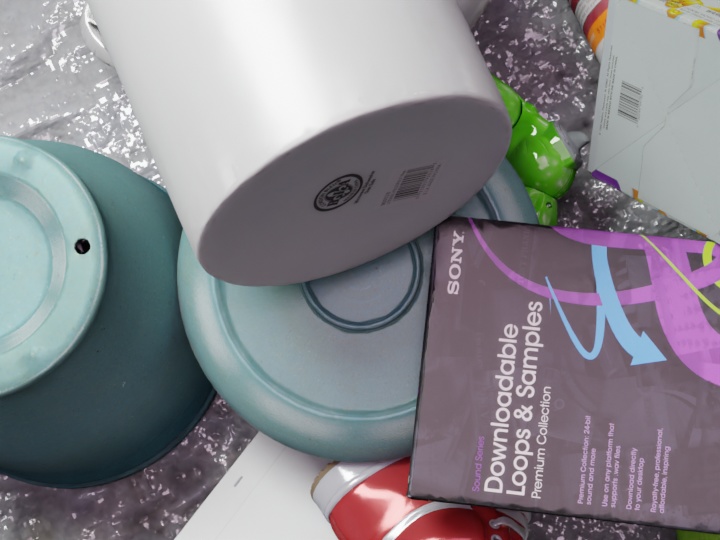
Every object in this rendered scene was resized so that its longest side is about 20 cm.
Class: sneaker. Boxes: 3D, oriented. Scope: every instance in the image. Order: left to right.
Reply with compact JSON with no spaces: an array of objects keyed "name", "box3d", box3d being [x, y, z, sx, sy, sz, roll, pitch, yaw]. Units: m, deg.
[{"name":"sneaker","box3d":[0.084,0.118,0.776,0.199,0.071,0.113,-27,59,-14]}]

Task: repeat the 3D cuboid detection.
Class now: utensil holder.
[{"name":"utensil holder","box3d":[-0.040,-0.117,0.673,0.169,0.170,0.201,-23,69,0]}]

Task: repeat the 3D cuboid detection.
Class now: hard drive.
[{"name":"hard drive","box3d":[0.006,0.171,0.789,0.199,0.026,0.132,31,58,14]}]

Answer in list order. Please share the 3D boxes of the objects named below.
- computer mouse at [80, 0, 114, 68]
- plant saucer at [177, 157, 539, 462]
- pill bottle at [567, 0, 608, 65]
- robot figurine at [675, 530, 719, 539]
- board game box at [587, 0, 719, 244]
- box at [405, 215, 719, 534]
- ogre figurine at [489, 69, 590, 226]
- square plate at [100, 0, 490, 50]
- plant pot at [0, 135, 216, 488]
[{"name":"computer mouse","box3d":[-0.106,-0.207,0.899,0.109,0.044,0.201,32,77,5]},{"name":"plant saucer","box3d":[0.000,0.000,0.749,0.198,0.027,0.202,0,84,2]},{"name":"pill bottle","box3d":[0.154,-0.226,0.842,0.112,0.113,0.201,-24,78,-1]},{"name":"robot figurine","box3d":[0.221,0.096,0.770,0.174,0.116,0.202,-12,77,11]},{"name":"board game box","box3d":[0.233,-0.100,0.754,0.199,0.106,0.103,-17,34,-31]},{"name":"box","box3d":[0.127,0.053,0.705,0.198,0.036,0.144,5,81,5]},{"name":"ogre figurine","box3d":[0.054,-0.024,0.820,0.119,0.098,0.201,19,71,19]},{"name":"square plate","box3d":[-0.035,-0.161,0.798,0.198,0.028,0.201,37,105,14]},{"name":"plant pot","box3d":[-0.184,0.014,0.784,0.198,0.188,0.202,-1,78,5]}]
